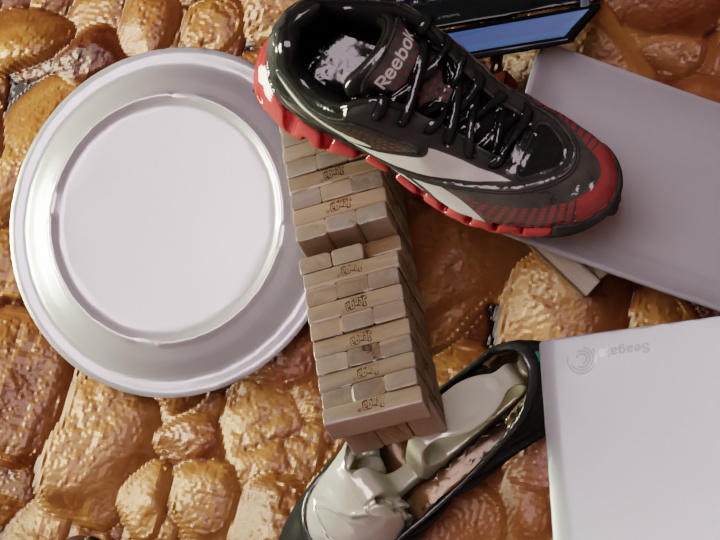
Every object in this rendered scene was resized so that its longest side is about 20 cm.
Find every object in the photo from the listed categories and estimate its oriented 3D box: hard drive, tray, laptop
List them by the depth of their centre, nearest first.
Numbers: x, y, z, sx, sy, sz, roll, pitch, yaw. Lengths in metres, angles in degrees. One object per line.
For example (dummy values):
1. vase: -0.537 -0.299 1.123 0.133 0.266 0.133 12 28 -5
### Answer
1. hard drive: 0.160 0.125 1.143 0.131 0.026 0.201 -8 72 17
2. tray: 0.170 -0.036 1.198 0.199 0.022 0.108 19 76 -4
3. laptop: 0.037 -0.178 1.275 0.176 0.103 0.201 -8 67 15

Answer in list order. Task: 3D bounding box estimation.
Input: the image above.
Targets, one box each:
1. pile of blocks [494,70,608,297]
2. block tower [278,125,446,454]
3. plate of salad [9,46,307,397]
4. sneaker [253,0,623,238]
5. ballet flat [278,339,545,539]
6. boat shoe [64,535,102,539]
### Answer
1. pile of blocks: 0.077 -0.069 1.249 0.062 0.082 0.200 -46 64 1
2. block tower: 0.000 0.000 1.213 0.054 0.058 0.201 -16 56 11
3. plate of salad: -0.104 -0.027 1.319 0.199 0.048 0.201 -2 82 15
4. sneaker: 0.037 -0.078 1.137 0.200 0.098 0.071 25 75 9
5. ballet flat: 0.024 0.101 1.222 0.200 0.068 0.068 -42 67 4
6. boat shoe: -0.119 0.234 1.233 0.070 0.070 0.201 -21 76 20
